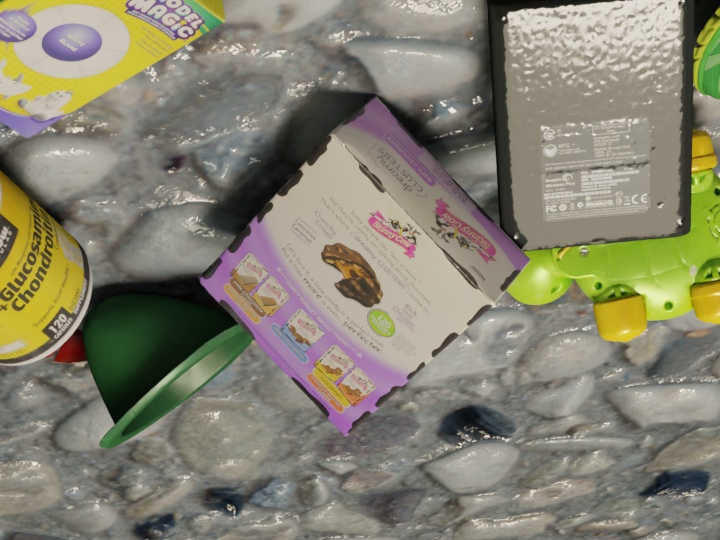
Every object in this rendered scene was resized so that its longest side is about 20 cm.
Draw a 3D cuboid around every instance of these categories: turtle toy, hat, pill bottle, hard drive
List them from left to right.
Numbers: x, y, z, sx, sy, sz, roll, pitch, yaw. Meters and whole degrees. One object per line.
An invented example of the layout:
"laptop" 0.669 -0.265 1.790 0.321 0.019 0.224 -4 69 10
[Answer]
"pill bottle" -0.282 -0.020 1.284 0.111 0.113 0.200 -20 147 15
"hat" -0.202 0.030 1.477 0.200 0.176 0.166 -32 170 -49
"hard drive" 0.162 -0.109 1.270 0.138 0.033 0.202 -5 126 2
"turtle toy" 0.200 -0.022 1.400 0.198 0.147 0.101 -11 -179 2

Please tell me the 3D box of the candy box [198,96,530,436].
"candy box" 0.000 0.000 1.348 0.200 0.168 0.072 -44 180 41

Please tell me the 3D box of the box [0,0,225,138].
"box" -0.177 -0.166 1.150 0.199 0.049 0.117 -29 144 24

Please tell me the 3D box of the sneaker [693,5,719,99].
"sneaker" 0.296 -0.173 1.225 0.074 0.084 0.200 -32 169 -44
